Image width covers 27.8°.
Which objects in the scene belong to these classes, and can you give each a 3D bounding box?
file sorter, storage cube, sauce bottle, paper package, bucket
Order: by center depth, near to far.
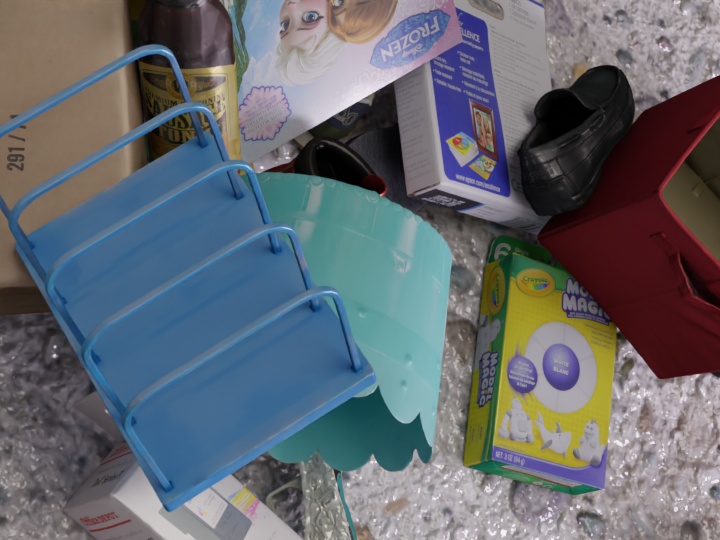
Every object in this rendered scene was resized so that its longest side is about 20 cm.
[{"bbox_3d":[-0.106,-0.002,0.803,0.138,0.123,0.200,-31,63,-9],"label":"file sorter"},{"bbox_3d":[-0.112,-0.133,0.935,0.065,0.201,0.066,-1,46,1],"label":"sauce bottle"},{"bbox_3d":[-0.235,-0.073,0.950,0.189,0.103,0.202,-3,81,-7],"label":"paper package"},{"bbox_3d":[-0.037,0.037,0.952,0.206,0.207,0.136,24,65,-22],"label":"bucket"},{"bbox_3d":[0.282,-0.038,1.160,0.171,0.180,0.200,47,67,-10],"label":"storage cube"}]

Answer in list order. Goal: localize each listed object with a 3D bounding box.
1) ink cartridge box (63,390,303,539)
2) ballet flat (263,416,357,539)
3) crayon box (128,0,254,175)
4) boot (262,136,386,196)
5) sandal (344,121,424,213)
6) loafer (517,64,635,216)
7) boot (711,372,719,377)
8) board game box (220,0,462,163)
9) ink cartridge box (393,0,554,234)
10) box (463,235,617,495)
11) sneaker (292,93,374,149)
[{"bbox_3d":[-0.123,0.169,0.973,0.200,0.117,0.067,44,62,-10],"label":"ink cartridge box"},{"bbox_3d":[-0.041,0.147,1.060,0.071,0.072,0.202,-4,77,-30],"label":"ballet flat"},{"bbox_3d":[-0.158,-0.140,1.072,0.118,0.058,0.202,-8,80,-31],"label":"crayon box"},{"bbox_3d":[0.000,0.000,1.074,0.072,0.144,0.201,-41,99,-33],"label":"boot"},{"bbox_3d":[0.033,-0.089,1.180,0.200,0.043,0.076,-37,101,-43],"label":"sandal"},{"bbox_3d":[0.178,-0.122,1.195,0.071,0.068,0.201,63,36,-25],"label":"loafer"},{"bbox_3d":[0.292,-0.016,1.296,0.164,0.066,0.202,13,75,-24],"label":"boot"},{"bbox_3d":[-0.036,-0.204,1.009,0.199,0.041,0.200,-32,130,-16],"label":"board game box"},{"bbox_3d":[0.096,-0.143,1.188,0.197,0.047,0.202,12,66,-50],"label":"ink cartridge box"},{"bbox_3d":[0.153,0.073,1.198,0.117,0.048,0.202,17,67,-25],"label":"box"},{"bbox_3d":[-0.007,-0.197,1.155,0.067,0.090,0.202,16,69,-24],"label":"sneaker"}]
